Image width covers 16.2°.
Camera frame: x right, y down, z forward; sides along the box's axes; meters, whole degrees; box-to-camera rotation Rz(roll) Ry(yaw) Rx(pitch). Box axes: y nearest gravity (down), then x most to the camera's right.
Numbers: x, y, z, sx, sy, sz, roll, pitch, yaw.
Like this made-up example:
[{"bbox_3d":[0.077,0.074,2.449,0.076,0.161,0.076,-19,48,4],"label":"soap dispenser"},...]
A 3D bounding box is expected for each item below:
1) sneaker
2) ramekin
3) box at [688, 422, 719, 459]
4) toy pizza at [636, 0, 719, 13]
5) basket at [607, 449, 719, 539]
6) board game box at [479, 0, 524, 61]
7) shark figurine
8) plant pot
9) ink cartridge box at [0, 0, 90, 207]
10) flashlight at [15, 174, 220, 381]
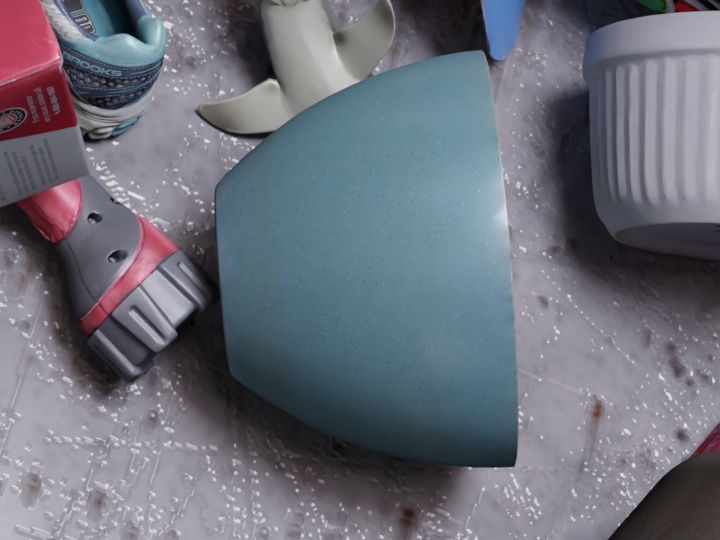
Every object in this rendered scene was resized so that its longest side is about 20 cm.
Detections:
[{"bbox_3d":[-0.158,-0.168,1.261,0.077,0.086,0.200,-33,84,-34],"label":"sneaker"},{"bbox_3d":[0.213,-0.064,1.328,0.199,0.200,0.106,8,83,-22],"label":"ramekin"},{"bbox_3d":[0.256,0.087,1.334,0.096,0.100,0.200,47,56,1],"label":"box"},{"bbox_3d":[0.160,-0.173,1.370,0.200,0.200,0.032,39,88,-5],"label":"toy pizza"},{"bbox_3d":[0.158,0.170,1.164,0.135,0.181,0.200,24,22,12],"label":"basket"},{"bbox_3d":[0.055,-0.211,1.348,0.039,0.201,0.158,0,46,15],"label":"board game box"},{"bbox_3d":[-0.022,-0.151,1.312,0.127,0.216,0.090,-2,23,4],"label":"shark figurine"},{"bbox_3d":[0.000,0.000,1.214,0.134,0.200,0.201,-5,67,-1],"label":"plant pot"},{"bbox_3d":[-0.241,-0.091,1.113,0.199,0.145,0.145,-22,76,-8],"label":"ink cartridge box"},{"bbox_3d":[-0.157,-0.038,1.214,0.200,0.068,0.068,45,70,-1],"label":"flashlight"}]
